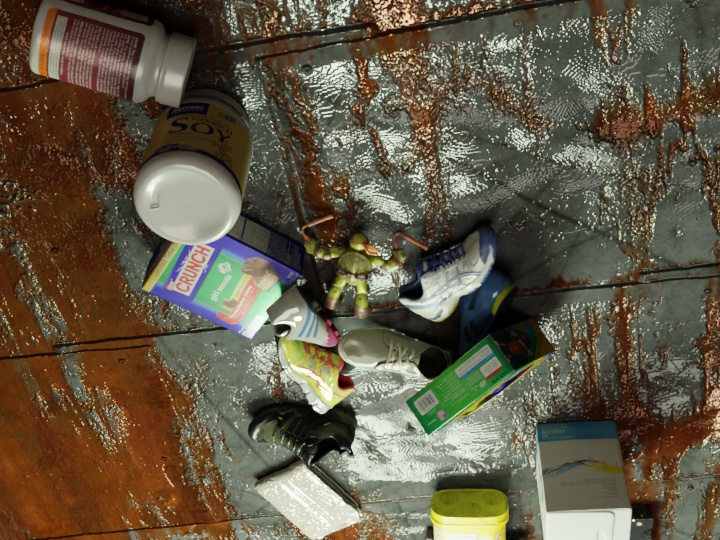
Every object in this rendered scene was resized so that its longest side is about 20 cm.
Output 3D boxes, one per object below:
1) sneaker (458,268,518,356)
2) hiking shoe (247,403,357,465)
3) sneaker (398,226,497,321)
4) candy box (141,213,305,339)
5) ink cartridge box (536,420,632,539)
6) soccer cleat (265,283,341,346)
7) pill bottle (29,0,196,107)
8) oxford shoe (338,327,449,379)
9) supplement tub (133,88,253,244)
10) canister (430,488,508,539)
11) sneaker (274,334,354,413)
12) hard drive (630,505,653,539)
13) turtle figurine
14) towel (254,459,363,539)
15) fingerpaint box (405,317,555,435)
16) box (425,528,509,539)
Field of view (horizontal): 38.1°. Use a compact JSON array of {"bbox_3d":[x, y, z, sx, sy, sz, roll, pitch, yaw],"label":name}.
[{"bbox_3d":[0.190,0.067,1.691,0.078,0.066,0.200,38,141,18],"label":"sneaker"},{"bbox_3d":[-0.106,0.296,1.856,0.199,0.101,0.076,-4,128,6],"label":"hiking shoe"},{"bbox_3d":[0.134,0.002,1.618,0.088,0.075,0.200,22,126,-21],"label":"sneaker"},{"bbox_3d":[-0.214,-0.005,1.633,0.199,0.077,0.169,28,124,-18],"label":"candy box"},{"bbox_3d":[0.391,0.391,1.843,0.145,0.200,0.147,-3,129,6],"label":"ink cartridge box"},{"bbox_3d":[-0.095,0.082,1.664,0.086,0.070,0.200,-31,153,1],"label":"soccer cleat"},{"bbox_3d":[-0.326,-0.290,1.385,0.199,0.114,0.114,16,128,-9],"label":"pill bottle"},{"bbox_3d":[0.062,0.140,1.732,0.199,0.058,0.076,14,91,-14],"label":"oxford shoe"},{"bbox_3d":[-0.225,-0.148,1.439,0.145,0.200,0.146,1,130,2],"label":"supplement tub"},{"bbox_3d":[0.210,0.528,2.010,0.148,0.087,0.201,-1,116,5],"label":"canister"},{"bbox_3d":[-0.077,0.155,1.766,0.090,0.078,0.200,-25,130,12],"label":"sneaker"},{"bbox_3d":[0.468,0.520,2.049,0.199,0.038,0.140,-4,129,5],"label":"hard drive"},{"bbox_3d":[0.000,0.000,1.634,0.199,0.065,0.162,7,129,-3],"label":"turtle figurine"},{"bbox_3d":[-0.098,0.448,2.023,0.132,0.035,0.200,-29,122,23],"label":"towel"},{"bbox_3d":[0.198,0.173,1.698,0.200,0.167,0.073,-43,74,30],"label":"fingerpaint box"},{"bbox_3d":[0.230,0.575,2.108,0.199,0.032,0.122,3,129,3],"label":"box"}]
